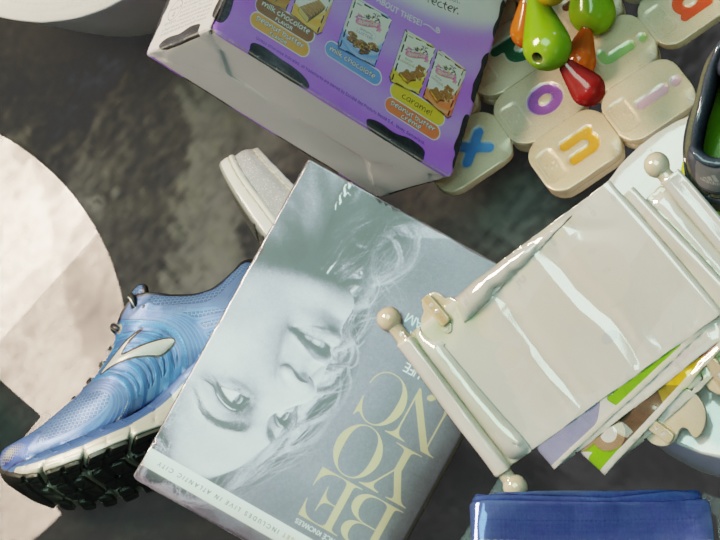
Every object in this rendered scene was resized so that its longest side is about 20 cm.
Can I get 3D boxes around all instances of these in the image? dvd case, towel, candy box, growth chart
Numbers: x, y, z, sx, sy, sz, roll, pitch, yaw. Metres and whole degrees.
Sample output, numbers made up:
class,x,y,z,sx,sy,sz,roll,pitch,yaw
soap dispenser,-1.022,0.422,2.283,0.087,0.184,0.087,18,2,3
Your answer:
class,x,y,z,sx,sy,sz,roll,pitch,yaw
dvd case,-0.012,0.062,1.407,0.148,0.016,0.200,29,90,6
towel,0.133,0.211,1.348,0.144,0.024,0.201,3,67,-21
candy box,-0.004,-0.169,1.424,0.071,0.168,0.200,-14,52,53
growth chart,0.123,0.035,1.356,0.200,0.018,0.145,-33,88,19

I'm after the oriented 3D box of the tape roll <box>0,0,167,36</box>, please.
class,x,y,z,sx,sy,sz,roll,pitch,yaw
tape roll,-0.160,-0.239,1.498,0.202,0.139,0.203,0,91,14

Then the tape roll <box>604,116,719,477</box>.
class,x,y,z,sx,sy,sz,roll,pitch,yaw
tape roll,0.220,0.012,1.401,0.202,0.071,0.203,-4,74,13

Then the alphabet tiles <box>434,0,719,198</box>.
class,x,y,z,sx,sy,sz,roll,pitch,yaw
alphabet tiles,0.104,-0.132,1.473,0.195,0.015,0.200,-35,55,2

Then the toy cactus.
class,x,y,z,sx,sy,sz,roll,pitch,yaw
toy cactus,0.106,-0.200,1.413,0.165,0.102,0.200,31,66,-15

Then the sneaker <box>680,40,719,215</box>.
class,x,y,z,sx,sy,sz,roll,pitch,yaw
sneaker,0.222,-0.117,1.356,0.074,0.081,0.201,16,78,17

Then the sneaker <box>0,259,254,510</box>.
class,x,y,z,sx,sy,sz,roll,pitch,yaw
sneaker,-0.120,0.063,1.473,0.200,0.079,0.089,-31,63,-5

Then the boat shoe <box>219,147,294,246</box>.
class,x,y,z,sx,sy,sz,roll,pitch,yaw
boat shoe,0.000,0.000,1.458,0.065,0.074,0.202,-43,74,-7
